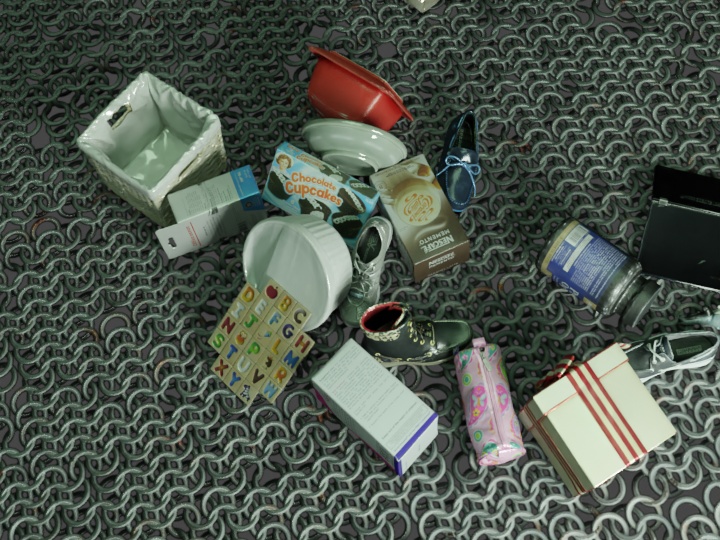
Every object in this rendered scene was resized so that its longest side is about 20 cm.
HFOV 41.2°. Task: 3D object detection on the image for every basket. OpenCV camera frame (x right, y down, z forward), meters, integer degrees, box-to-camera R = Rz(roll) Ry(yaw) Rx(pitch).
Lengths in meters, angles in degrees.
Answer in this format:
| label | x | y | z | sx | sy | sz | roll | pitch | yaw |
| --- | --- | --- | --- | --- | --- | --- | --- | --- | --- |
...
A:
| label | x | y | z | sx | sy | sz | roll | pitch | yaw |
| --- | --- | --- | --- | --- | --- | --- | --- | --- | --- |
| basket | -0.378 | -0.220 | 1.789 | 0.199 | 0.161 | 0.199 | 33 | 71 | 19 |

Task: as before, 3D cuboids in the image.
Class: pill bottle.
| label | x | y | z | sx | sy | sz | roll | pitch | yaw |
| --- | --- | --- | --- | --- | --- | --- | --- | --- | --- |
| pill bottle | 0.410 | 0.005 | 1.649 | 0.199 | 0.112 | 0.112 | 38 | 73 | 20 |

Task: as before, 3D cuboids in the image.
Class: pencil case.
| label | x | y | z | sx | sy | sz | roll | pitch | yaw |
| --- | --- | --- | --- | --- | --- | --- | --- | --- | --- |
| pencil case | 0.211 | 0.217 | 1.579 | 0.086 | 0.088 | 0.202 | -9 | 65 | 0 |

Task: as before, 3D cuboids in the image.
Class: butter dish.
| label | x | y | z | sx | sy | sz | roll | pitch | yaw |
| --- | --- | --- | --- | --- | --- | --- | --- | --- | --- |
| butter dish | -0.024 | -0.305 | 1.810 | 0.199 | 0.199 | 0.149 | 32 | 94 | 19 |

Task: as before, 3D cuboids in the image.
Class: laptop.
| label | x | y | z | sx | sy | sz | roll | pitch | yaw |
| --- | --- | --- | --- | --- | --- | --- | --- | --- | --- |
| laptop | 0.606 | -0.076 | 1.729 | 0.185 | 0.117 | 0.201 | 14 | 38 | 10 |

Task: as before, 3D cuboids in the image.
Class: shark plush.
| label | x | y | z | sx | sy | sz | roll | pitch | yaw |
| --- | --- | --- | --- | --- | --- | --- | --- | --- | --- |
| shark plush | 0.644 | 0.097 | 1.615 | 0.197 | 0.091 | 0.084 | 6 | 95 | 2 |

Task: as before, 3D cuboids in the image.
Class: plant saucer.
| label | x | y | z | sx | sy | sz | roll | pitch | yaw |
| --- | --- | --- | --- | --- | --- | --- | --- | --- | --- |
| plant saucer | -0.016 | -0.214 | 1.742 | 0.198 | 0.200 | 0.051 | 10 | 77 | 9 |

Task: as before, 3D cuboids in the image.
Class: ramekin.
| label | x | y | z | sx | sy | sz | roll | pitch | yaw |
| --- | --- | --- | --- | --- | --- | --- | --- | --- | --- |
| ramekin | -0.102 | -0.005 | 1.653 | 0.202 | 0.204 | 0.094 | 39 | 39 | 20 |

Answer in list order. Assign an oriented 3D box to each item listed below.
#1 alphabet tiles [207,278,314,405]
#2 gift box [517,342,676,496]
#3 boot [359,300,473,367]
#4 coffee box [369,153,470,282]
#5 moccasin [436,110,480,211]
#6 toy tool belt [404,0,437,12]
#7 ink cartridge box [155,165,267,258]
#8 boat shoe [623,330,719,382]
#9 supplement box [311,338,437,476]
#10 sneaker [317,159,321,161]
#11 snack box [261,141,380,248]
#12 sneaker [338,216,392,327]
| label | x | y | z | sx | sy | sz | roll | pitch | yaw |
| --- | --- | --- | --- | --- | --- | --- | --- | --- | --- |
| alphabet tiles | -0.173 | 0.122 | 1.640 | 0.166 | 0.006 | 0.201 | 40 | 104 | 20 |
| gift box | 0.371 | 0.224 | 1.517 | 0.199 | 0.185 | 0.188 | -31 | 75 | -14 |
| boot | 0.093 | 0.102 | 1.603 | 0.201 | 0.154 | 0.074 | -10 | 64 | 0 |
| coffee box | 0.107 | -0.096 | 1.737 | 0.113 | 0.080 | 0.201 | -23 | 65 | -6 |
| moccasin | 0.182 | -0.210 | 1.782 | 0.080 | 0.068 | 0.202 | 9 | 65 | -16 |
| toy tool belt | 0.160 | -0.638 | 1.967 | 0.124 | 0.123 | 0.200 | 35 | 71 | 18 |
| ink cartridge box | -0.277 | -0.105 | 1.751 | 0.198 | 0.116 | 0.068 | -21 | 64 | -7 |
| boat shoe | 0.501 | 0.140 | 1.601 | 0.197 | 0.068 | 0.072 | -9 | 64 | 0 |
| supplement box | 0.024 | 0.225 | 1.579 | 0.200 | 0.101 | 0.103 | 39 | 73 | 19 |
| sneaker | -0.068 | -0.167 | 1.793 | 0.198 | 0.075 | 0.082 | 16 | 58 | 11 |
| snack box | -0.074 | -0.136 | 1.731 | 0.199 | 0.117 | 0.037 | 28 | 39 | 5 |
| sneaker | 0.000 | 0.000 | 1.677 | 0.074 | 0.082 | 0.202 | 12 | 91 | 12 |
